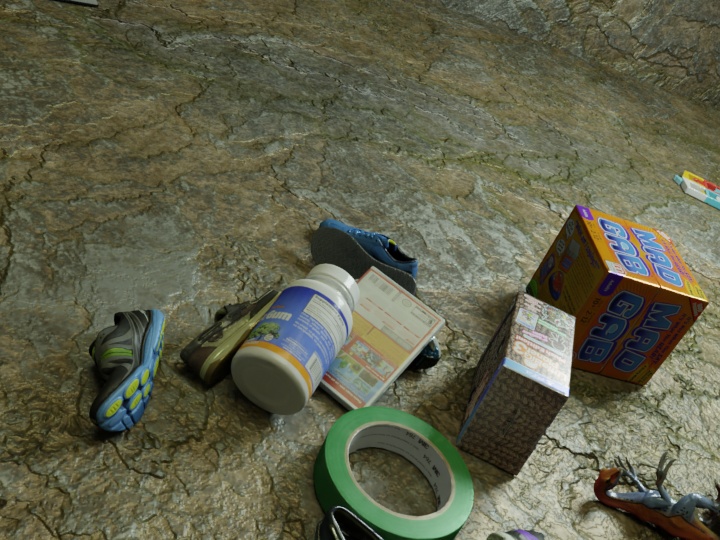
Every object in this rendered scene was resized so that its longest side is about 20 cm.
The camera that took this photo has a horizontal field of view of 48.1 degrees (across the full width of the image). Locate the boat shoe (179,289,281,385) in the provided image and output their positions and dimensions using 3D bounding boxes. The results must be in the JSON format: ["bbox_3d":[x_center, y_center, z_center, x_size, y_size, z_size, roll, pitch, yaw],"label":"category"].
[{"bbox_3d":[-0.171,0.075,1.101,0.066,0.072,0.201,34,38,5],"label":"boat shoe"}]

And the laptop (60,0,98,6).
[{"bbox_3d":[-0.692,-0.696,1.799,0.198,0.117,0.188,0,41,-33],"label":"laptop"}]

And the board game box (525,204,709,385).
[{"bbox_3d":[0.441,0.043,1.423,0.197,0.201,0.201,15,35,-14],"label":"board game box"}]

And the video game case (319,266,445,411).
[{"bbox_3d":[0.009,0.097,1.160,0.142,0.018,0.200,36,60,18],"label":"video game case"}]

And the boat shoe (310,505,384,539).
[{"bbox_3d":[0.031,0.337,0.874,0.200,0.062,0.075,42,35,23],"label":"boat shoe"}]

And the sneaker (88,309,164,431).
[{"bbox_3d":[-0.292,0.118,0.976,0.081,0.071,0.201,5,34,-4],"label":"sneaker"}]

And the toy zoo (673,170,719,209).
[{"bbox_3d":[0.999,-0.228,2.334,0.198,0.021,0.131,27,33,3],"label":"toy zoo"}]

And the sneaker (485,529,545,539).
[{"bbox_3d":[0.234,0.383,0.936,0.099,0.070,0.201,2,40,-35],"label":"sneaker"}]

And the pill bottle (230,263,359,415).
[{"bbox_3d":[-0.078,0.083,1.075,0.111,0.113,0.201,28,47,5],"label":"pill bottle"}]

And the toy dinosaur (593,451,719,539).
[{"bbox_3d":[0.423,0.329,1.126,0.179,0.106,0.202,-6,52,-8],"label":"toy dinosaur"}]

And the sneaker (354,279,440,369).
[{"bbox_3d":[0.050,0.072,1.254,0.199,0.075,0.086,40,21,13],"label":"sneaker"}]

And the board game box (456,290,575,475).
[{"bbox_3d":[0.227,0.157,1.164,0.096,0.161,0.200,25,32,3],"label":"board game box"}]

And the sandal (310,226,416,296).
[{"bbox_3d":[0.000,0.001,1.334,0.199,0.077,0.043,33,-8,10],"label":"sandal"}]

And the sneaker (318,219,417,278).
[{"bbox_3d":[0.016,-0.045,1.386,0.199,0.079,0.066,36,36,19],"label":"sneaker"}]

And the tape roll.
[{"bbox_3d":[0.041,0.260,1.002,0.198,0.049,0.201,17,34,-12],"label":"tape roll"}]
